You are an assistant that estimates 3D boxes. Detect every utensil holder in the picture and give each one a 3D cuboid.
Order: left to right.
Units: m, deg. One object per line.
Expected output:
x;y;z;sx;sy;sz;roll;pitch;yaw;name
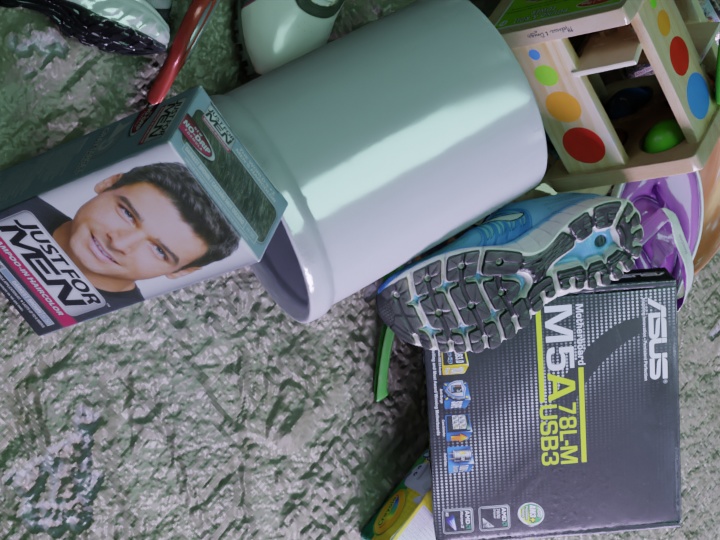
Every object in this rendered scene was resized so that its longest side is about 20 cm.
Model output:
0.007;-0.082;1.145;0.199;0.170;0.171;-28;111;-15;utensil holder

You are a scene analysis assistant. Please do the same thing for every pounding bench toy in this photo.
0.217;-0.151;1.158;0.156;0.199;0.124;58;47;-26;pounding bench toy

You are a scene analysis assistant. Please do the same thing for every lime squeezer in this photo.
0.000;0.000;1.261;0.070;0.038;0.201;-25;113;5;lime squeezer

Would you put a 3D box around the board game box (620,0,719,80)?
0.228;-0.257;1.289;0.200;0.097;0.160;51;35;-24;board game box

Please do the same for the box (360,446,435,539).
0.101;0.177;1.335;0.200;0.048;0.117;-49;118;-17;box

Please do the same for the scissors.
-0.145;-0.115;1.149;0.014;0.073;0.201;27;103;-5;scissors

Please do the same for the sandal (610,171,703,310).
0.226;0.001;1.267;0.082;0.050;0.204;14;92;-19;sandal

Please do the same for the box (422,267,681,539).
0.145;0.104;1.243;0.192;0.048;0.201;-3;105;1;box

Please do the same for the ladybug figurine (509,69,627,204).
0.151;-0.115;1.300;0.136;0.072;0.200;41;58;-5;ladybug figurine

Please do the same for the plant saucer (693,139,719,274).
0.277;-0.088;1.392;0.200;0.037;0.201;-28;128;-43;plant saucer

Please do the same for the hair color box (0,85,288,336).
-0.157;-0.034;1.046;0.099;0.199;0.061;53;37;-26;hair color box

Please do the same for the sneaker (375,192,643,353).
0.102;-0.003;1.184;0.199;0.090;0.079;-19;113;-13;sneaker

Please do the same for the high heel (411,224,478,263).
0.140;-0.020;1.273;0.199;0.072;0.143;-26;134;-3;high heel

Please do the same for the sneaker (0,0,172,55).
-0.207;-0.210;1.076;0.200;0.074;0.080;23;74;-39;sneaker

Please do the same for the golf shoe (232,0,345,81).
-0.032;-0.222;1.175;0.077;0.088;0.201;15;90;-35;golf shoe
